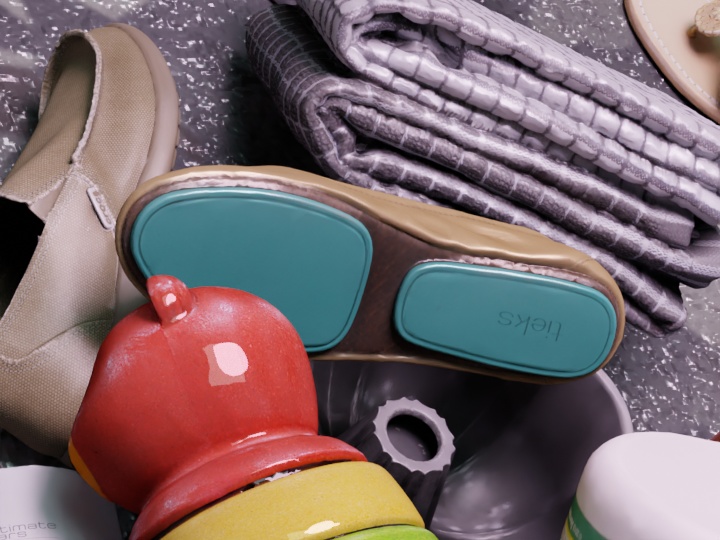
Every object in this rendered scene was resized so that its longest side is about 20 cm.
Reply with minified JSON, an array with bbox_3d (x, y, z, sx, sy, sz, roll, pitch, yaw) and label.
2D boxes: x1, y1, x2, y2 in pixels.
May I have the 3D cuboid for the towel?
[{"bbox_3d":[0.055,-0.059,1.025,0.199,0.086,0.166,24,9,-15],"label":"towel"}]

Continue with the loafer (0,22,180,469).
[{"bbox_3d":[-0.114,-0.021,0.941,0.067,0.076,0.201,18,46,-24],"label":"loafer"}]

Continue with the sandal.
[{"bbox_3d":[0.218,-0.086,1.192,0.077,0.070,0.212,-19,64,-40],"label":"sandal"}]

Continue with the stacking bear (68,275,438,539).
[{"bbox_3d":[-0.028,0.099,0.775,0.113,0.121,0.201,-26,72,7],"label":"stacking bear"}]

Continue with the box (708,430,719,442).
[{"bbox_3d":[0.200,0.135,0.860,0.097,0.125,0.201,-3,60,-33],"label":"box"}]

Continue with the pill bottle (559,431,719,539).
[{"bbox_3d":[0.099,0.165,0.807,0.112,0.201,0.113,15,15,-4],"label":"pill bottle"}]

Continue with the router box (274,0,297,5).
[{"bbox_3d":[-0.038,-0.234,1.186,0.200,0.049,0.179,45,45,11],"label":"router box"}]

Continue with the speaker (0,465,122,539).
[{"bbox_3d":[-0.099,0.165,0.789,0.081,0.081,0.201,4,52,-27],"label":"speaker"}]

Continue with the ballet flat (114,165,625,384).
[{"bbox_3d":[0.000,0.000,0.903,0.199,0.069,0.063,15,19,-21],"label":"ballet flat"}]

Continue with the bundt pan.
[{"bbox_3d":[0.005,0.082,0.921,0.200,0.076,0.203,16,46,-18],"label":"bundt pan"}]
